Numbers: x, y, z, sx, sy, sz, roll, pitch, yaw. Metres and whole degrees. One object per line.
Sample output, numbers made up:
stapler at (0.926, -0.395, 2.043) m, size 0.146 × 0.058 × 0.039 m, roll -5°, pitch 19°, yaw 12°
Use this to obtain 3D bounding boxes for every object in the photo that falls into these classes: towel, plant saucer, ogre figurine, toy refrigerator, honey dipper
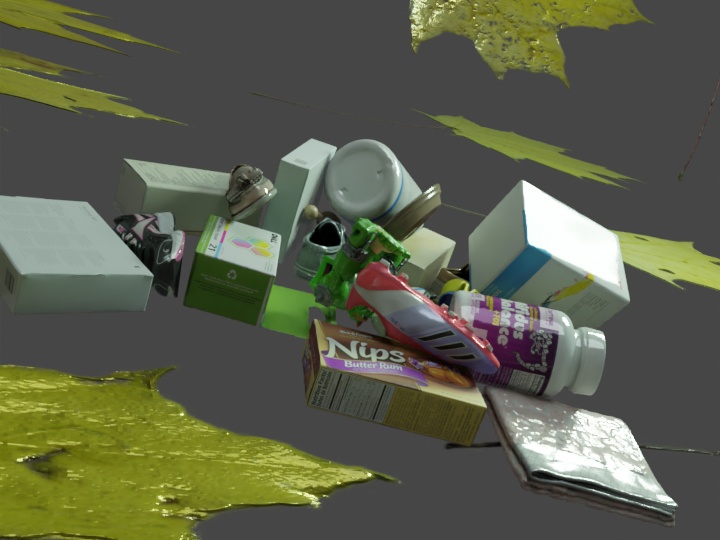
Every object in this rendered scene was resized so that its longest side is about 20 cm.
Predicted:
towel at (0.253, 0.210, 0.975) m, size 0.196 × 0.033 × 0.192 m, roll 17°, pitch 20°, yaw -12°
plant saucer at (0.052, -0.055, 1.261) m, size 0.030 × 0.200 × 0.200 m, roll 48°, pitch 24°, yaw 3°
ogre figurine at (0.000, 0.000, 1.075) m, size 0.098 × 0.120 × 0.200 m, roll 40°, pitch 6°, yaw -4°
toy refrigerator at (0.085, -0.005, 1.309) m, size 0.069 × 0.077 × 0.200 m, roll 24°, pitch 21°, yaw 14°
honey dipper at (-0.061, -0.084, 1.333) m, size 0.037 × 0.039 × 0.200 m, roll 22°, pitch 0°, yaw 6°

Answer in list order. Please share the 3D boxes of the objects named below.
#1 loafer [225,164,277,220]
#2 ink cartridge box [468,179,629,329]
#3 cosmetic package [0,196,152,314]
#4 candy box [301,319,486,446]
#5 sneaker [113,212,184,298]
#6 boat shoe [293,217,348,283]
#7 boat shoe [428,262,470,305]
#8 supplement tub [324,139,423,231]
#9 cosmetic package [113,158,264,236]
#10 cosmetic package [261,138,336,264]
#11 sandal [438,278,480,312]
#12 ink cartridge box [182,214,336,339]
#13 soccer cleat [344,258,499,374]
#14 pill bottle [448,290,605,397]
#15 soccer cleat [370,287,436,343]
loafer at (-0.160, -0.113, 1.136) m, size 0.064 × 0.071 × 0.200 m, roll 57°, pitch -4°, yaw -10°
ink cartridge box at (0.287, -0.004, 1.282) m, size 0.197 × 0.146 × 0.149 m, roll 26°, pitch 42°, yaw -18°
cosmetic package at (-0.348, -0.021, 0.943) m, size 0.149 × 0.053 × 0.199 m, roll -1°, pitch 28°, yaw -42°
candy box at (0.034, 0.126, 0.946) m, size 0.196 × 0.057 × 0.117 m, roll 17°, pitch 19°, yaw -13°
sneaker at (-0.270, -0.021, 1.030) m, size 0.084 × 0.082 × 0.200 m, roll 4°, pitch 14°, yaw -21°
boat shoe at (-0.048, -0.039, 1.272) m, size 0.069 × 0.073 × 0.201 m, roll 22°, pitch 20°, yaw 6°
boat shoe at (0.186, 0.022, 1.342) m, size 0.073 × 0.070 × 0.198 m, roll 33°, pitch 23°, yaw 33°
supplement tub at (0.028, -0.123, 1.385) m, size 0.130 × 0.134 × 0.200 m, roll 28°, pitch -4°, yaw 23°
cosmetic package at (-0.254, -0.104, 1.241) m, size 0.197 × 0.074 × 0.103 m, roll 3°, pitch 25°, yaw -38°
cosmetic package at (-0.099, -0.113, 1.300) m, size 0.051 × 0.154 × 0.200 m, roll 18°, pitch 19°, yaw 4°
sandal at (0.182, 0.094, 1.162) m, size 0.197 × 0.081 × 0.087 m, roll 27°, pitch 41°, yaw 22°
ink cartridge box at (-0.116, 0.011, 1.070) m, size 0.196 × 0.077 × 0.148 m, roll 16°, pitch 20°, yaw -9°
soccer cleat at (0.074, 0.068, 0.980) m, size 0.199 × 0.077 × 0.067 m, roll 38°, pitch 4°, yaw 1°
pill bottle at (0.206, 0.099, 1.064) m, size 0.195 × 0.115 × 0.113 m, roll 11°, pitch 19°, yaw 2°
soccer cleat at (0.043, 0.073, 1.098) m, size 0.084 × 0.072 × 0.200 m, roll 5°, pitch 15°, yaw 16°
